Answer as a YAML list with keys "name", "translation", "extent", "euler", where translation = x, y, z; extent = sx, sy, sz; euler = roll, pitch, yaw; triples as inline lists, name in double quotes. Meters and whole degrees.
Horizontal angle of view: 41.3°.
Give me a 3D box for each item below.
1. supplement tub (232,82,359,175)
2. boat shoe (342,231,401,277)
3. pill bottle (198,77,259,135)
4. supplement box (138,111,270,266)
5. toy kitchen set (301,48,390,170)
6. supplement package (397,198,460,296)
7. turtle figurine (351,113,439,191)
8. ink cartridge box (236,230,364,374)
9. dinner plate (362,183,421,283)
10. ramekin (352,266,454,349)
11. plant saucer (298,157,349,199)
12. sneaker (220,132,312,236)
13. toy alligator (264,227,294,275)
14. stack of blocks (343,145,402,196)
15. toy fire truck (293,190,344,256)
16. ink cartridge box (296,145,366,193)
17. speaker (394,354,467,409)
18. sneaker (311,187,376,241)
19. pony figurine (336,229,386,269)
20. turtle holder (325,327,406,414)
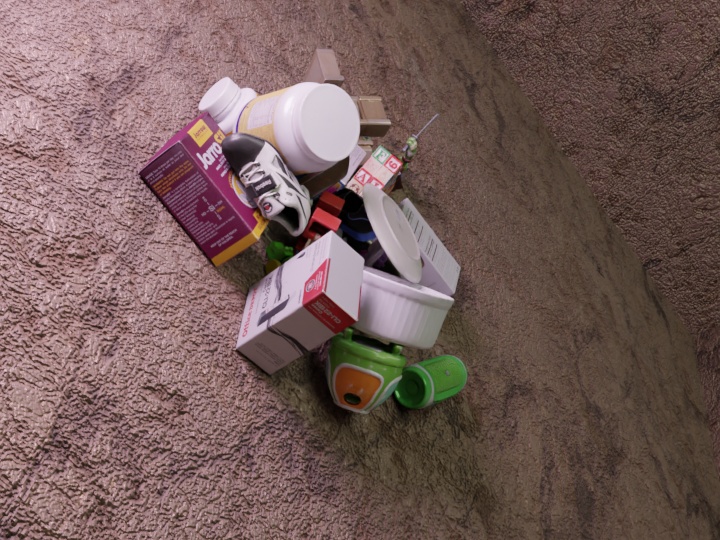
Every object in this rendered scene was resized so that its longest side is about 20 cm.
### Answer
- name: "supplement tub"
  translation: [-0.108, -0.233, 1.592]
  extent: [0.144, 0.199, 0.148]
  euler: [1, 88, -39]
- name: "boat shoe"
  translation: [0.016, -0.044, 1.926]
  extent: [0.201, 0.075, 0.074]
  euler: [50, 26, -21]
- name: "pill bottle"
  translation: [-0.195, -0.250, 1.721]
  extent: [0.200, 0.109, 0.110]
  euler: [44, 32, -29]
- name: "supplement box"
  translation: [-0.240, -0.132, 1.544]
  extent: [0.201, 0.103, 0.131]
  euler: [51, 30, -17]
- name: "toy kitchen set"
  translation: [-0.010, -0.324, 1.951]
  extent: [0.197, 0.181, 0.165]
  euler: [-3, 61, -25]
- name: "supplement package"
  translation: [0.106, -0.029, 2.020]
  extent: [0.201, 0.113, 0.110]
  euler: [50, 28, -17]
- name: "turtle figurine"
  translation: [0.050, -0.276, 2.129]
  extent: [0.143, 0.202, 0.193]
  euler: [30, 27, 18]
- name: "ink cartridge box"
  translation: [-0.096, 0.053, 1.515]
  extent: [0.084, 0.199, 0.145]
  euler: [40, 34, -27]
- name: "dinner plate"
  translation: [0.065, -0.072, 1.718]
  extent: [0.201, 0.024, 0.201]
  euler: [53, 19, -27]
- name: "ramekin"
  translation: [0.055, 0.063, 1.654]
  extent: [0.199, 0.199, 0.099]
  euler: [14, 96, -54]
- name: "plant saucer"
  translation: [-0.098, -0.144, 1.691]
  extent: [0.035, 0.199, 0.200]
  euler: [59, 28, -8]
- name: "sneaker"
  translation: [-0.145, -0.134, 1.515]
  extent: [0.200, 0.074, 0.089]
  euler: [43, 31, -32]
- name: "toy alligator"
  translation: [-0.131, -0.013, 1.668]
  extent: [0.059, 0.054, 0.202]
  euler: [9, 57, -57]
- name: "stack of blocks"
  translation: [0.018, -0.162, 1.924]
  extent: [0.058, 0.116, 0.200]
  euler: [38, -11, 4]
- name: "toy fire truck"
  translation: [-0.079, -0.062, 1.676]
  extent: [0.048, 0.201, 0.142]
  euler: [26, 47, -6]
- name: "ink cartridge box"
  translation: [-0.099, -0.245, 1.869]
  extent: [0.200, 0.076, 0.137]
  euler: [42, 39, -9]
- name: "speaker"
  translation: [0.141, 0.218, 1.882]
  extent: [0.199, 0.088, 0.089]
  euler: [-6, 69, -61]
- name: "sneaker"
  translation: [-0.044, -0.121, 1.775]
  extent: [0.070, 0.198, 0.079]
  euler: [-40, 134, -34]
- name: "pony figurine"
  translation: [0.000, 0.000, 1.804]
  extent: [0.201, 0.164, 0.195]
  euler: [56, 32, -42]
- name: "turtle holder"
  translation: [-0.002, 0.167, 1.652]
  extent: [0.139, 0.134, 0.185]
  euler: [16, 3, -22]
